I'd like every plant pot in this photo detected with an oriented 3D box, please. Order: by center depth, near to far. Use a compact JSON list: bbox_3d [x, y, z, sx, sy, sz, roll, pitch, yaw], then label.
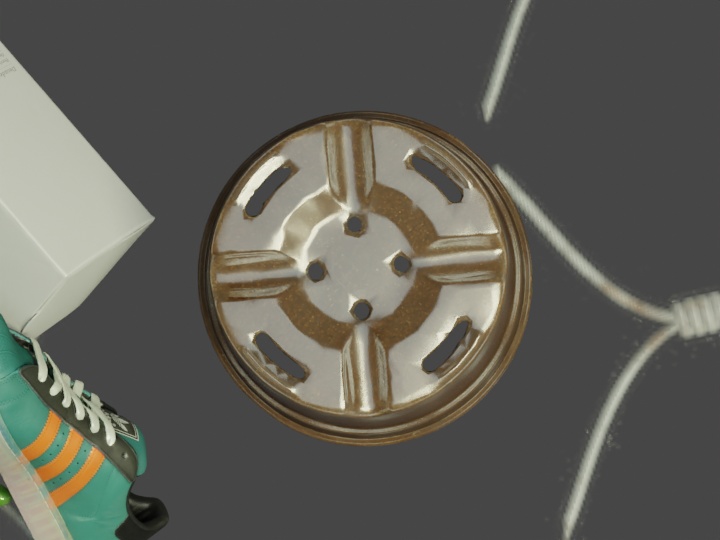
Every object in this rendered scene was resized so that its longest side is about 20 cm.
[{"bbox_3d":[0.000,0.000,1.064,0.200,0.198,0.201,0,87,2],"label":"plant pot"}]

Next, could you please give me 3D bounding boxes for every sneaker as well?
[{"bbox_3d":[-0.168,0.087,1.095,0.080,0.071,0.200,-23,129,-6],"label":"sneaker"}]

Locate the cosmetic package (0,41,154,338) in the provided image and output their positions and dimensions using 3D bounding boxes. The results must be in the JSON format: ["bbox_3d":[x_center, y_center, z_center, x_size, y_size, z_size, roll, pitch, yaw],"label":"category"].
[{"bbox_3d":[-0.227,-0.060,1.105,0.200,0.085,0.108,49,133,1],"label":"cosmetic package"}]

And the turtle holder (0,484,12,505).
[{"bbox_3d":[-0.300,0.165,1.096,0.185,0.141,0.132,19,106,-7],"label":"turtle holder"}]
